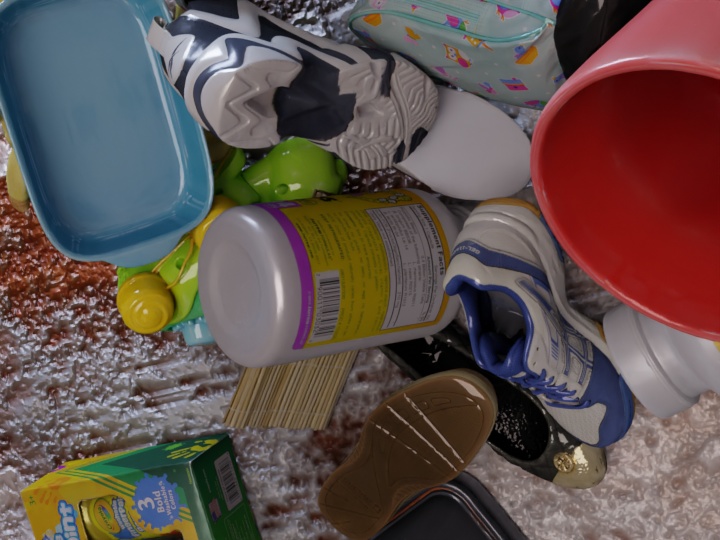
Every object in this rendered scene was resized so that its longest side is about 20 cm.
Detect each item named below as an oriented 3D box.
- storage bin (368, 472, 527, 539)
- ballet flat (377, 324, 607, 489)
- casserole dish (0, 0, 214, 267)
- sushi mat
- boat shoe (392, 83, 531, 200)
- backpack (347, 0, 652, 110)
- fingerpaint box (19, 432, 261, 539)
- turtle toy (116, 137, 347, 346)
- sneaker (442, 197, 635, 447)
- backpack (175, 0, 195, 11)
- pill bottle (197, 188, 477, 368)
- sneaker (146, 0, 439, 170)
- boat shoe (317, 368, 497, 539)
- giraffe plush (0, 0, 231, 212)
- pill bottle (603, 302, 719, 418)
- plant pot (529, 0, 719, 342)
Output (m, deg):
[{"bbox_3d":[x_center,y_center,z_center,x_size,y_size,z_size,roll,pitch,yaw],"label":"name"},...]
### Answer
[{"bbox_3d":[0.061,0.271,1.001,0.146,0.134,0.200,-40,85,25],"label":"storage bin"},{"bbox_3d":[0.087,0.095,0.989,0.200,0.057,0.066,35,114,11],"label":"ballet flat"},{"bbox_3d":[-0.170,-0.101,0.898,0.121,0.039,0.200,-19,106,-17],"label":"casserole dish"},{"bbox_3d":[-0.029,0.035,1.009,0.012,0.096,0.200,43,119,43],"label":"sushi mat"},{"bbox_3d":[0.023,-0.103,0.964,0.200,0.068,0.072,14,101,-4],"label":"boat shoe"},{"bbox_3d":[0.092,-0.173,0.864,0.200,0.167,0.127,22,78,30],"label":"backpack"},{"bbox_3d":[-0.164,0.248,1.119,0.167,0.073,0.200,-12,98,24],"label":"fingerpaint box"},{"bbox_3d":[-0.098,-0.026,1.002,0.200,0.146,0.101,-44,120,10],"label":"turtle toy"},{"bbox_3d":[0.110,0.053,0.905,0.075,0.088,0.200,-12,121,42],"label":"sneaker"},{"bbox_3d":[-0.078,-0.267,0.890,0.151,0.178,0.200,38,101,7],"label":"backpack"},{"bbox_3d":[0.000,0.000,0.919,0.104,0.200,0.104,14,107,51],"label":"pill bottle"},{"bbox_3d":[-0.049,-0.127,0.875,0.130,0.199,0.080,42,123,35],"label":"sneaker"},{"bbox_3d":[0.038,0.121,0.984,0.071,0.065,0.200,47,134,3],"label":"boat shoe"},{"bbox_3d":[-0.172,-0.135,0.990,0.162,0.200,0.173,-7,109,-1],"label":"giraffe plush"},{"bbox_3d":[0.259,0.014,0.870,0.200,0.112,0.112,-33,89,25],"label":"pill bottle"},{"bbox_3d":[0.217,-0.087,0.756,0.200,0.177,0.200,25,146,18],"label":"plant pot"}]
